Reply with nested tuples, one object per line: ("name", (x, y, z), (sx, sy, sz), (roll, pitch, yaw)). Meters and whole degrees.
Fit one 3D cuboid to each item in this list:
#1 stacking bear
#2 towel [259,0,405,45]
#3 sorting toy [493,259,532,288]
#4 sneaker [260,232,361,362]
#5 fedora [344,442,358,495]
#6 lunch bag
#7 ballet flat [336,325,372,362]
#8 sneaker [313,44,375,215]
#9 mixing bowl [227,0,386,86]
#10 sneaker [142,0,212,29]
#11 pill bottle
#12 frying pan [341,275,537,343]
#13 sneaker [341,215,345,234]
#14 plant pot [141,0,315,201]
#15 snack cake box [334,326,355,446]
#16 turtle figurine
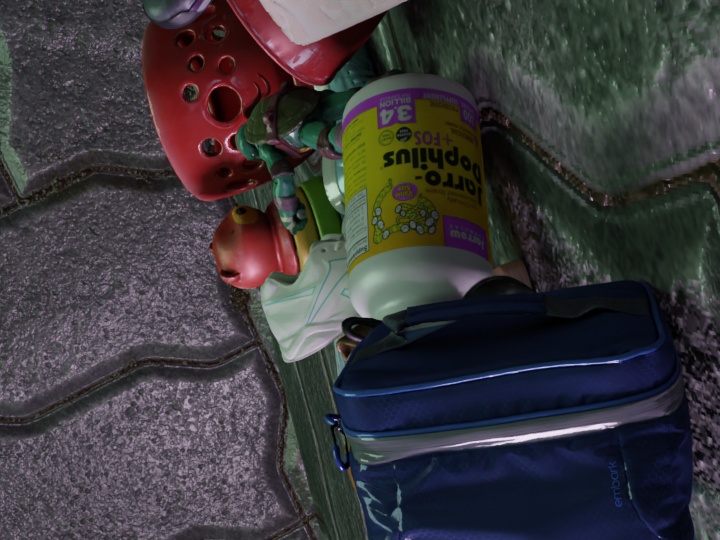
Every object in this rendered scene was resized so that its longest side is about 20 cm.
("stacking bear", (-0.054, -0.040, 1.153), (0.122, 0.196, 0.115), (-117, 16, -47))
("towel", (-0.029, -0.246, 0.691), (0.201, 0.189, 0.032), (51, -136, -27))
("sorting toy", (0.102, 0.116, 0.899), (0.199, 0.068, 0.203), (122, 132, -76))
("sneaker", (0.000, 0.000, 0.944), (0.081, 0.198, 0.070), (60, -163, -1))
("fedora", (0.071, 0.210, 1.083), (0.199, 0.082, 0.202), (35, 149, 25))
("lunch bag", (0.076, 0.078, 0.618), (0.136, 0.196, 0.135), (-55, -45, -74))
("ballet flat", (0.026, 0.120, 0.920), (0.068, 0.071, 0.202), (86, 165, -50))
("sneaker", (0.007, -0.157, 1.085), (0.081, 0.073, 0.204), (-19, 71, 38))
("mixing bowl", (-0.032, -0.257, 0.881), (0.200, 0.107, 0.202), (47, -150, -36))
("sneaker", (-0.119, -0.270, 0.765), (0.087, 0.074, 0.203), (20, -91, -58))
("pill bottle", (0.040, -0.029, 0.805), (0.105, 0.102, 0.204), (99, 169, -66))
("frying pan", (0.077, 0.039, 0.734), (0.031, 0.116, 0.190), (-10, 138, 47))
("sneaker", (0.040, -0.046, 1.018), (0.076, 0.103, 0.203), (48, 122, 57))
("plant pot", (-0.109, -0.192, 1.202), (0.200, 0.179, 0.204), (-14, -90, -80))
("snack cake box", (0.037, 0.124, 1.124), (0.202, 0.113, 0.068), (86, 169, -47))
("turtle figurine", (-0.045, -0.111, 0.973), (0.198, 0.100, 0.152), (-8, 55, 46))
